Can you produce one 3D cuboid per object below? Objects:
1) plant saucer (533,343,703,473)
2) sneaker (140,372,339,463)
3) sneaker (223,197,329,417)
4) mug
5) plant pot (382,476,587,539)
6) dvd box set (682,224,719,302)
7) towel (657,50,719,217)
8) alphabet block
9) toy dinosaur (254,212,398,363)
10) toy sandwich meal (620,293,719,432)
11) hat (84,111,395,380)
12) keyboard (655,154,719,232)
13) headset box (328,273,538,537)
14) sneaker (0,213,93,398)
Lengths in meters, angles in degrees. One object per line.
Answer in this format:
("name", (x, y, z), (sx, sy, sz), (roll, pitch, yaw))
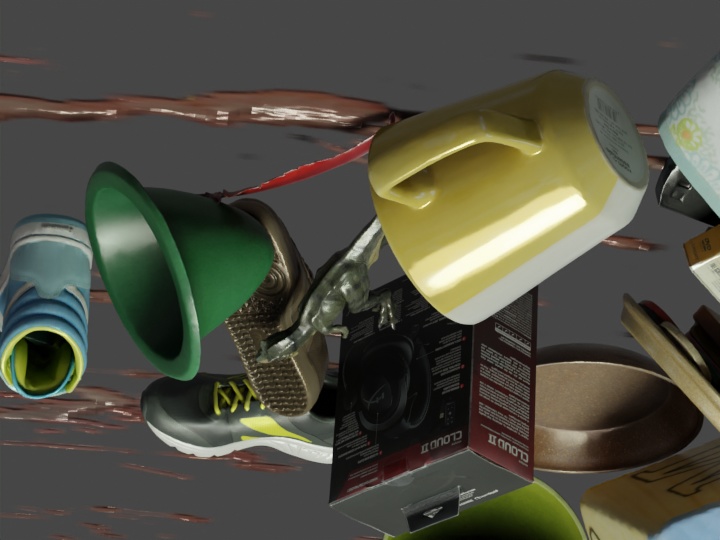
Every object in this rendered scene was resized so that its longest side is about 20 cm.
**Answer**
("plant saucer", (0.181, 0.109, 2.034), (0.200, 0.037, 0.201), (2, 149, 1))
("sneaker", (-0.080, 0.104, 2.026), (0.200, 0.075, 0.085), (5, 145, -21))
("sneaker", (-0.068, 0.016, 1.877), (0.070, 0.076, 0.200), (3, 129, 18))
("mug", (0.103, -0.054, 1.646), (0.153, 0.187, 0.150), (-25, 100, 26))
("plant pot", (0.108, 0.285, 2.228), (0.187, 0.188, 0.200), (2, 164, 0))
("dvd box set", (0.349, -0.019, 1.754), (0.200, 0.029, 0.146), (-29, 136, 20))
("towel", (0.302, -0.070, 1.612), (0.200, 0.048, 0.171), (50, 140, 7))
("alphabet block", (0.315, 0.247, 1.989), (0.196, 0.196, 0.200), (-18, -172, -11))
("toy dinosaur", (0.000, 0.000, 1.806), (0.088, 0.047, 0.200), (7, 121, -49))
("toy sandwich meal", (0.280, 0.078, 1.877), (0.070, 0.205, 0.205), (-42, 138, 4))
("hat", (-0.080, -0.025, 1.790), (0.176, 0.200, 0.166), (-22, 112, -23))
("keyboard", (0.296, -0.049, 1.776), (0.200, 0.040, 0.104), (19, 122, -24))
("headset box", (0.056, 0.099, 1.867), (0.077, 0.200, 0.149), (28, 140, -36))
("sneaker", (-0.247, 0.058, 1.889), (0.079, 0.131, 0.200), (4, 150, -5))
